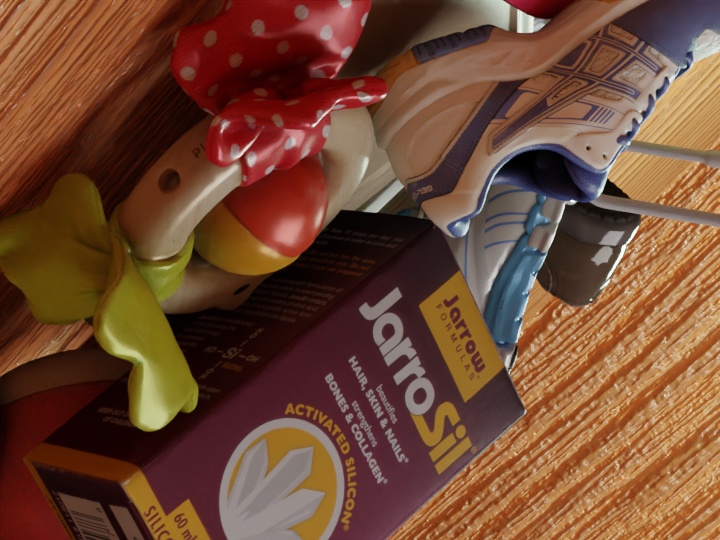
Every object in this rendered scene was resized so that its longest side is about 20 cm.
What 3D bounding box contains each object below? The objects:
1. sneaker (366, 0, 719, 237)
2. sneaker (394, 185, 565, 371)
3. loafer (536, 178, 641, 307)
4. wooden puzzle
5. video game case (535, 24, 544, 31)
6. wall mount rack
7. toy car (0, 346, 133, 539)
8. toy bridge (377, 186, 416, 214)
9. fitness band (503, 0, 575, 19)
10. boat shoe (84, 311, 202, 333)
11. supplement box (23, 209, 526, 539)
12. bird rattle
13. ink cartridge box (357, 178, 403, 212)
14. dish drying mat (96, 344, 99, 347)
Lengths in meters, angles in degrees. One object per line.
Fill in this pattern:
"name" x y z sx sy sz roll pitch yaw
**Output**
"sneaker" 0.101 -0.074 1.285 0.199 0.088 0.075 -21 167 -17
"sneaker" 0.051 -0.021 1.397 0.075 0.086 0.201 -78 -175 -69
"loafer" 0.089 -0.040 1.594 0.200 0.073 0.071 -124 -133 -61
"wooden puzzle" 0.011 -0.101 1.304 0.185 0.037 0.200 -39 157 -22
"video game case" 0.061 -0.105 1.747 0.182 0.023 0.200 -46 172 33
"wall mount rack" 0.134 -0.081 1.537 0.074 0.174 0.200 -39 -165 14
"toy car" -0.128 0.155 1.329 0.183 0.201 0.177 0 153 -25
"toy bridge" 0.000 0.000 1.479 0.200 0.027 0.067 -48 171 35
"fitness band" 0.098 -0.181 1.244 0.144 0.037 0.200 -49 158 8
"boat shoe" -0.061 -0.041 1.375 0.200 0.063 0.073 -41 148 -25
"supplement box" -0.035 0.073 1.271 0.200 0.111 0.085 -40 -154 -28
"bird rattle" -0.057 -0.041 1.193 0.200 0.113 0.163 -54 159 13
"ink cartridge box" -0.023 -0.039 1.506 0.200 0.068 0.116 -41 173 3
"dish drying mat" -0.094 0.006 1.614 0.200 0.018 0.077 -41 174 0
